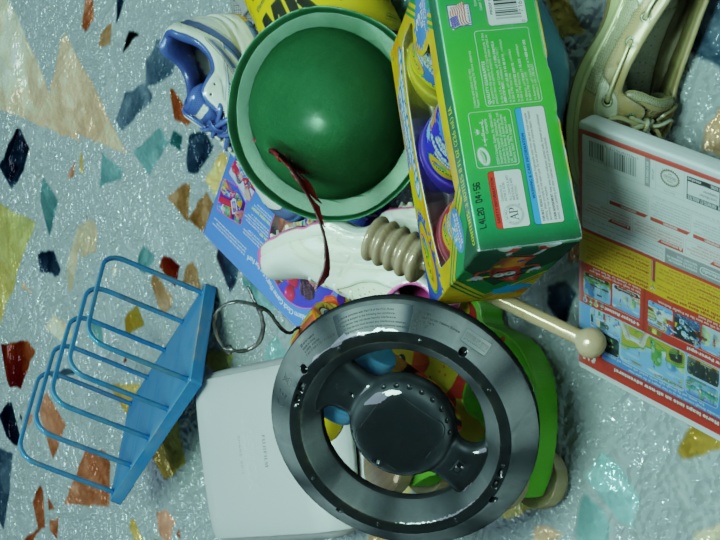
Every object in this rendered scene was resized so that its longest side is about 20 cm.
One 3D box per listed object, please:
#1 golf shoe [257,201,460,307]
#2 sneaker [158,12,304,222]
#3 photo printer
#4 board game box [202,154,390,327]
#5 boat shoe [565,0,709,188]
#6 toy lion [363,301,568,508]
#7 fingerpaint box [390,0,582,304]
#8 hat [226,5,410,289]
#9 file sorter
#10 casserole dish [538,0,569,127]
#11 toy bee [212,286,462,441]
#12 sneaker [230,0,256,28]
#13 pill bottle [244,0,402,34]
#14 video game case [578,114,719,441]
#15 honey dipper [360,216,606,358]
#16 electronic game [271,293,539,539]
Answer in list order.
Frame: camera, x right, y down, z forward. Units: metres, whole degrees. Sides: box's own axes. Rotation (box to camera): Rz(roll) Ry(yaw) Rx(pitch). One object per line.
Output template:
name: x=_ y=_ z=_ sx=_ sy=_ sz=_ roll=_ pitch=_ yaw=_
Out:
golf shoe: x=0.000 y=0.000 z=1.125 sx=0.199 sy=0.075 sz=0.092 roll=-8 pitch=78 yaw=32
sneaker: x=-0.108 y=-0.125 z=1.176 sx=0.075 sy=0.088 sz=0.201 roll=-43 pitch=68 yaw=43
photo printer: x=-0.066 y=0.163 z=1.269 sx=0.199 sy=0.069 sz=0.168 roll=-14 pitch=81 yaw=48
board game box: x=-0.058 y=-0.040 z=1.269 sx=0.200 sy=0.045 sz=0.135 roll=43 pitch=122 yaw=38
boat shoe: x=0.199 y=-0.142 z=0.959 sx=0.063 sy=0.073 sz=0.202 roll=31 pitch=109 yaw=47
toy lion: x=0.076 y=0.088 z=1.121 sx=0.199 sy=0.068 sz=0.193 roll=-2 pitch=82 yaw=48
fingerpaint box: x=0.077 y=-0.092 z=0.945 sx=0.167 sy=0.073 sz=0.201 roll=119 pitch=143 yaw=-75
hat: x=-0.045 y=-0.112 z=1.015 sx=0.199 sy=0.176 sz=0.166 roll=30 pitch=103 yaw=16
file sorter: x=-0.246 y=0.105 z=1.391 sx=0.200 sy=0.122 sz=0.139 roll=-54 pitch=21 yaw=35
casserole dish: x=0.112 y=-0.159 z=1.027 sx=0.201 sy=0.039 sz=0.122 roll=-105 pitch=12 yaw=-45
toy bee: x=-0.007 y=0.059 z=1.076 sx=0.131 sy=0.109 sz=0.200 roll=-32 pitch=108 yaw=16
sneaker: x=-0.076 y=-0.195 z=1.256 sx=0.075 sy=0.082 sz=0.201 roll=-49 pitch=57 yaw=37
pill bottle: x=-0.035 y=-0.225 z=1.186 sx=0.114 sy=0.114 sz=0.201 roll=-46 pitch=59 yaw=39
video game case: x=0.205 y=0.006 z=0.945 sx=0.143 sy=0.017 sz=0.201 roll=29 pitch=133 yaw=44
honey dipper: x=0.092 y=0.014 z=1.030 sx=0.199 sy=0.038 sz=0.038 roll=25 pitch=111 yaw=23
electronic game: x=0.031 y=0.111 z=1.012 sx=0.199 sy=0.042 sz=0.201 roll=5 pitch=114 yaw=12
